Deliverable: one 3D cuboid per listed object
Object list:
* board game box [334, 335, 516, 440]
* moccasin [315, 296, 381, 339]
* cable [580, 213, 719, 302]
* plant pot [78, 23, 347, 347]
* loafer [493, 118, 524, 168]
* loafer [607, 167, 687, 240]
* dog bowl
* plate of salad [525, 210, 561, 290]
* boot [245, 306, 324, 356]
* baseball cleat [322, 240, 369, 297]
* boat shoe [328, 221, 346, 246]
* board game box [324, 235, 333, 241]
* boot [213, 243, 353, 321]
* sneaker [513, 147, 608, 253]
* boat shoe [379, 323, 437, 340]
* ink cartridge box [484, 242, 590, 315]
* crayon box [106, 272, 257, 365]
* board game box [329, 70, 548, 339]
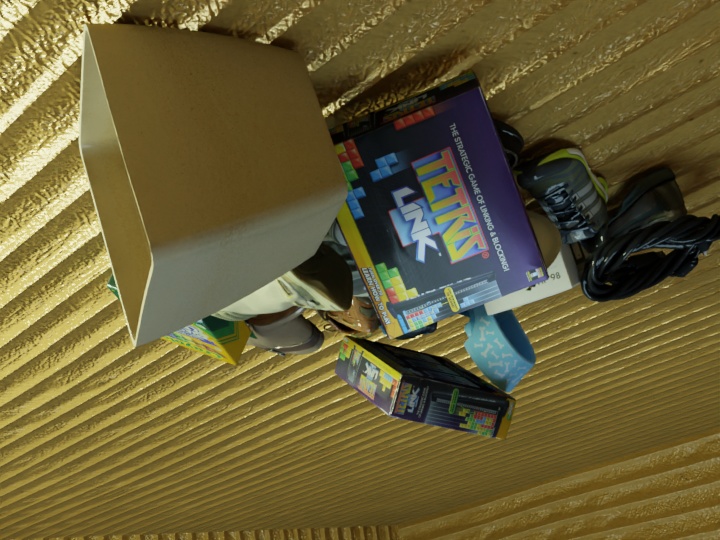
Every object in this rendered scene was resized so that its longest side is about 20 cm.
[{"bbox_3d":[0.077,0.146,1.346,0.163,0.058,0.200,13,-175,-22],"label":"board game box"},{"bbox_3d":[-0.015,0.051,1.365,0.073,0.079,0.201,-2,-179,-22],"label":"moccasin"},{"bbox_3d":[0.349,-0.016,1.256,0.198,0.051,0.163,-5,159,-36],"label":"cable"},{"bbox_3d":[-0.122,-0.078,0.887,0.175,0.202,0.200,-12,162,-21],"label":"plant pot"},{"bbox_3d":[0.069,-0.103,1.060,0.197,0.072,0.073,-6,159,-10],"label":"loafer"},{"bbox_3d":[0.342,-0.052,1.311,0.071,0.063,0.200,-24,162,-14],"label":"loafer"},{"bbox_3d":[0.155,0.056,1.349,0.049,0.202,0.111,-36,153,20],"label":"dog bowl"},{"bbox_3d":[0.116,-0.012,1.138,0.197,0.201,0.049,-11,118,4],"label":"plate of salad"},{"bbox_3d":[-0.098,0.065,1.388,0.198,0.071,0.146,-1,154,44],"label":"boot"},{"bbox_3d":[0.000,0.000,1.227,0.198,0.071,0.106,10,165,-28],"label":"baseball cleat"},{"bbox_3d":[0.063,-0.060,1.102,0.198,0.068,0.075,-19,135,-27],"label":"boat shoe"},{"bbox_3d":[-0.025,-0.041,1.231,0.124,0.035,0.200,0,157,-23],"label":"board game box"},{"bbox_3d":[-0.112,-0.006,1.079,0.153,0.073,0.200,-8,151,25],"label":"boot"},{"bbox_3d":[0.234,-0.077,1.188,0.073,0.082,0.199,-22,156,29],"label":"sneaker"},{"bbox_3d":[0.060,0.053,1.340,0.068,0.085,0.200,9,-162,-3],"label":"boat shoe"},{"bbox_3d":[0.212,0.000,1.306,0.115,0.068,0.199,-20,179,27],"label":"ink cartridge box"},{"bbox_3d":[-0.208,0.053,1.280,0.124,0.052,0.200,18,162,15],"label":"crayon box"},{"bbox_3d":[0.064,-0.057,0.986,0.163,0.057,0.202,-21,114,9],"label":"board game box"}]
